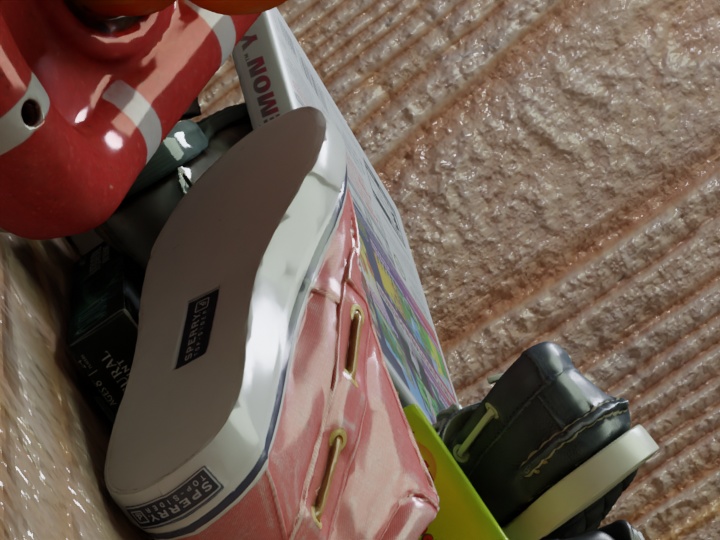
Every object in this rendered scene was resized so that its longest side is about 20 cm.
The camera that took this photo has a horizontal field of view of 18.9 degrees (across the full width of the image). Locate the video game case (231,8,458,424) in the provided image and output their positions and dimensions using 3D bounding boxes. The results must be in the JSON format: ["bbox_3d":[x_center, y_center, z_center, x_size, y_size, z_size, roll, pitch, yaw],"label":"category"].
[{"bbox_3d":[0.000,0.000,0.923,0.200,0.023,0.182,57,13,-56],"label":"video game case"}]

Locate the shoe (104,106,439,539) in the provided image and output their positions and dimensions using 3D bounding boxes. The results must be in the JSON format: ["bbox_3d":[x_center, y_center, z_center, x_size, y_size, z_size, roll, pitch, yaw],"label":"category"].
[{"bbox_3d":[-0.022,0.034,0.711,0.091,0.071,0.200,50,29,-26],"label":"shoe"}]

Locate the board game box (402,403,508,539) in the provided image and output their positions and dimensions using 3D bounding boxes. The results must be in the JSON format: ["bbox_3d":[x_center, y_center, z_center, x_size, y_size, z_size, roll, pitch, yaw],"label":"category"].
[{"bbox_3d":[0.042,0.155,0.776,0.102,0.048,0.200,56,-12,49],"label":"board game box"}]

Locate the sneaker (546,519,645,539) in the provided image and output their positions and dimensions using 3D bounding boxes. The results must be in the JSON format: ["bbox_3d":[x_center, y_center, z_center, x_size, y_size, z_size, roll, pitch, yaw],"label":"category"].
[{"bbox_3d":[0.125,0.184,0.933,0.199,0.076,0.114,49,43,-25],"label":"sneaker"}]

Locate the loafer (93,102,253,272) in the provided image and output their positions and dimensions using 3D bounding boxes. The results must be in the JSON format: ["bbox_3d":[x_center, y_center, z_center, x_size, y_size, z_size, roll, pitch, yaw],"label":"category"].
[{"bbox_3d":[-0.067,-0.024,0.871,0.063,0.072,0.200,59,11,-2],"label":"loafer"}]

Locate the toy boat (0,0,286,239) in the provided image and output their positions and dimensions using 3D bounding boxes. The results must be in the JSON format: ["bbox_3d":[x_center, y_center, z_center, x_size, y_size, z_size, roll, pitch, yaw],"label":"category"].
[{"bbox_3d":[-0.070,-0.100,0.676,0.131,0.200,0.131,-3,-50,37],"label":"toy boat"}]

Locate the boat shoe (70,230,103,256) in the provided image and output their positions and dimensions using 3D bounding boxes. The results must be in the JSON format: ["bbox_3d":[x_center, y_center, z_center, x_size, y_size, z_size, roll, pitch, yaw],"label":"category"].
[{"bbox_3d":[-0.064,0.024,0.966,0.200,0.060,0.074,55,2,14],"label":"boat shoe"}]

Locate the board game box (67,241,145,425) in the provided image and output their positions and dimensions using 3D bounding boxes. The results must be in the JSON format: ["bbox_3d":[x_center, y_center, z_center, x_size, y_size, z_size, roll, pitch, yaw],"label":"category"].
[{"bbox_3d":[-0.061,0.058,0.816,0.135,0.028,0.200,55,0,-10],"label":"board game box"}]

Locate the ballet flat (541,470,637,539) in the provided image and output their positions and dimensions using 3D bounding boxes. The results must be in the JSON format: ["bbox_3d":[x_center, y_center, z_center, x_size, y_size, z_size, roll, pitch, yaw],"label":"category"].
[{"bbox_3d":[0.078,0.153,1.027,0.066,0.057,0.200,-114,-146,-40],"label":"ballet flat"}]

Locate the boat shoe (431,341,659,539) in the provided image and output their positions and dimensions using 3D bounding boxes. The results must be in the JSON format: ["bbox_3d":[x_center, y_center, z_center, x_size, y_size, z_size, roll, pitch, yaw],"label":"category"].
[{"bbox_3d":[0.051,0.076,0.827,0.062,0.075,0.200,56,-15,7],"label":"boat shoe"}]

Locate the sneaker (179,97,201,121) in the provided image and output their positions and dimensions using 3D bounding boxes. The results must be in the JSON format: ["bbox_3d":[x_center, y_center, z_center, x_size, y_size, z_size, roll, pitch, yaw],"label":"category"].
[{"bbox_3d":[-0.126,-0.098,0.952,0.200,0.071,0.080,-161,-125,-68],"label":"sneaker"}]
